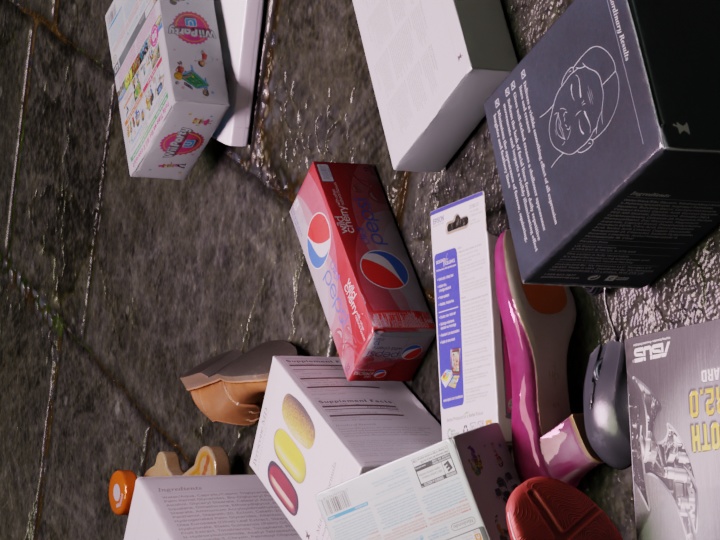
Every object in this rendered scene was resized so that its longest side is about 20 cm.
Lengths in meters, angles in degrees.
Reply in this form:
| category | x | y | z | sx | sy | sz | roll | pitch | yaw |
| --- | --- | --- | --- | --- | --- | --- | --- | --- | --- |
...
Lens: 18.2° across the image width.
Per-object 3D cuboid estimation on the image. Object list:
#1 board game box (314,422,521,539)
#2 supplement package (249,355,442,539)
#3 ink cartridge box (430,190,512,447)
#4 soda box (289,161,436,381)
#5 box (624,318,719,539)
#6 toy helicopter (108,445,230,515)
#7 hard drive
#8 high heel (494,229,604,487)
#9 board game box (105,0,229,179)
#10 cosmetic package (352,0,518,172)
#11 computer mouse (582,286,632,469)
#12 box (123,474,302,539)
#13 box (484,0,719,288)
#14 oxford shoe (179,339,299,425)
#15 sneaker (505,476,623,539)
| category | x | y | z | sx | sy | sz | roll | pitch | yaw |
| --- | --- | --- | --- | --- | --- | --- | --- | --- | --- |
| board game box | 0.069 | 0.234 | 1.690 | 0.147 | 0.064 | 0.202 | -25 | 82 | 39 |
| supplement package | -0.002 | 0.165 | 1.898 | 0.200 | 0.109 | 0.115 | 46 | 128 | 56 |
| ink cartridge box | 0.094 | 0.044 | 1.795 | 0.095 | 0.037 | 0.202 | -20 | 73 | 63 |
| soda box | 0.000 | 0.000 | 1.957 | 0.070 | 0.063 | 0.201 | -63 | 36 | 41 |
| box | 0.247 | 0.111 | 1.463 | 0.200 | 0.048 | 0.160 | -17 | 73 | 63 |
| toy helicopter | -0.183 | 0.242 | 2.304 | 0.200 | 0.078 | 0.133 | -44 | 51 | 50 |
| hard drive | -0.137 | -0.238 | 2.292 | 0.132 | 0.026 | 0.202 | -150 | 64 | -61 |
| high heel | 0.125 | 0.074 | 1.697 | 0.096 | 0.067 | 0.201 | -38 | 67 | 44 |
| board game box | -0.199 | -0.217 | 2.302 | 0.148 | 0.064 | 0.202 | 129 | 137 | -53 |
| cosmetic package | 0.057 | -0.206 | 1.866 | 0.151 | 0.051 | 0.201 | 127 | 137 | -52 |
| computer mouse | 0.175 | 0.045 | 1.631 | 0.059 | 0.034 | 0.202 | 142 | 125 | -58 |
| box | -0.102 | 0.305 | 1.993 | 0.171 | 0.198 | 0.201 | -127 | 45 | -55 |
| box | 0.185 | -0.098 | 1.538 | 0.200 | 0.106 | 0.150 | 133 | 133 | -54 |
| oxford shoe | -0.104 | 0.114 | 2.181 | 0.200 | 0.071 | 0.072 | -15 | 103 | 63 |
| sneaker | 0.150 | 0.238 | 1.551 | 0.201 | 0.078 | 0.115 | 56 | 154 | 1 |
